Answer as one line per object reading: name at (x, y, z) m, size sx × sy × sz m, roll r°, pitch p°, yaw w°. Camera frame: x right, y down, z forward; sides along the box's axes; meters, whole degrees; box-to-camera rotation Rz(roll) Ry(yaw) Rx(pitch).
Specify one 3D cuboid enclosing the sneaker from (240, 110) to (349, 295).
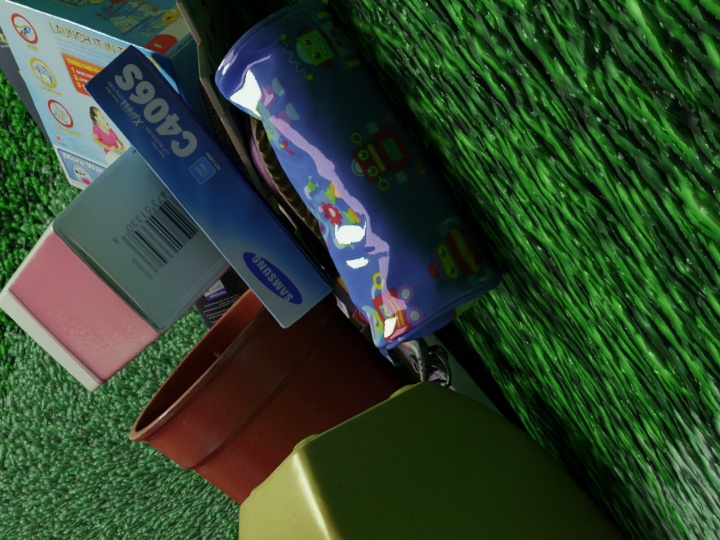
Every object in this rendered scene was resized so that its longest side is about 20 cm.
sneaker at (-0.027, -0.055, 0.982) m, size 0.201 × 0.075 × 0.090 m, roll 61°, pitch 166°, yaw -20°

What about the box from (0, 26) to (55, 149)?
box at (-0.238, -0.227, 1.260) m, size 0.051 × 0.201 × 0.158 m, roll 3°, pitch 145°, yaw 21°

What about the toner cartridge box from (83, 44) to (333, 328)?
toner cartridge box at (-0.097, -0.055, 0.977) m, size 0.200 × 0.043 × 0.095 m, roll 50°, pitch -178°, yaw -4°

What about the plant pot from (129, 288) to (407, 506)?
plant pot at (-0.044, 0.121, 1.177) m, size 0.195 × 0.201 × 0.201 m, roll 43°, pitch 174°, yaw -8°

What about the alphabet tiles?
alphabet tiles at (-0.092, -0.153, 0.987) m, size 0.167 × 0.006 × 0.201 m, roll 64°, pitch -169°, yaw -45°

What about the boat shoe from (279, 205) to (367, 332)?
boat shoe at (-0.065, -0.020, 1.300) m, size 0.201 × 0.075 × 0.068 m, roll 58°, pitch -147°, yaw -3°

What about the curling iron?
curling iron at (0.011, 0.038, 1.051) m, size 0.200 × 0.025 × 0.050 m, roll 39°, pitch 144°, yaw 57°

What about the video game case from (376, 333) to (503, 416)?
video game case at (0.072, 0.102, 1.140) m, size 0.143 × 0.017 × 0.200 m, roll 50°, pitch 171°, yaw 2°

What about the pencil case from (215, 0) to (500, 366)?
pencil case at (-0.003, -0.051, 0.829) m, size 0.201 × 0.078 × 0.087 m, roll 58°, pitch 150°, yaw 3°

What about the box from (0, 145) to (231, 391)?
box at (-0.172, -0.007, 1.101) m, size 0.109 × 0.128 × 0.200 m, roll 45°, pitch 152°, yaw -6°

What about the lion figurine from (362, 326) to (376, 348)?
lion figurine at (0.011, 0.091, 1.355) m, size 0.201 × 0.072 × 0.123 m, roll 60°, pitch 166°, yaw 11°

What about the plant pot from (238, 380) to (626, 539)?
plant pot at (0.032, 0.191, 0.947) m, size 0.201 × 0.193 × 0.196 m, roll 58°, pitch 144°, yaw 12°

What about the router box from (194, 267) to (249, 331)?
router box at (-0.102, -0.011, 1.375) m, size 0.158 × 0.052 × 0.200 m, roll 62°, pitch -159°, yaw -24°

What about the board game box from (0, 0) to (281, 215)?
board game box at (-0.170, -0.125, 1.133) m, size 0.199 × 0.056 × 0.197 m, roll 23°, pitch 145°, yaw 32°
